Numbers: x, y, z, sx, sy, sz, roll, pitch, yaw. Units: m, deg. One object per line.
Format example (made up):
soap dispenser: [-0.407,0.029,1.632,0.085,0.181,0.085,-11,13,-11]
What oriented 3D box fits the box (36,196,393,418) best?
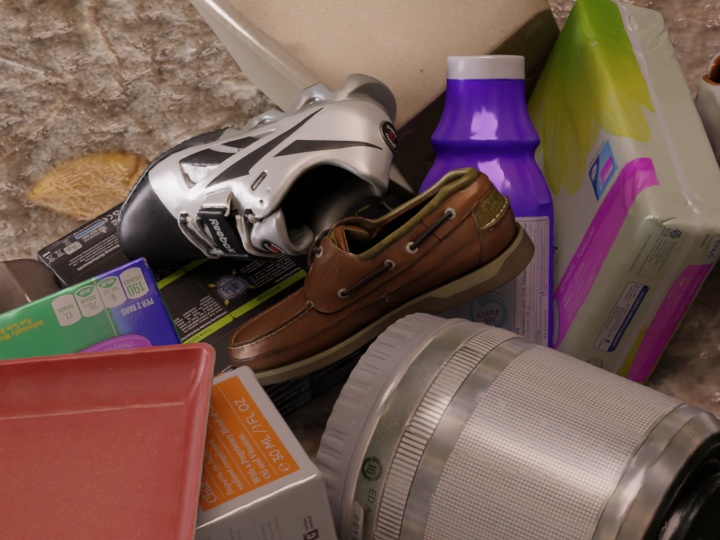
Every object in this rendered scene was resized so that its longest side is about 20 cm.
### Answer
box: [-0.072,0.005,1.471,0.200,0.048,0.193,-32,54,-23]

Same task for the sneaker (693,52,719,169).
sneaker: [0.232,-0.086,1.419,0.073,0.200,0.085,1,78,-11]

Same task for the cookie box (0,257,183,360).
cookie box: [-0.162,0.119,1.283,0.171,0.075,0.200,-23,89,-14]

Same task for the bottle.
bottle: [0.074,-0.028,1.387,0.083,0.201,0.065,4,6,31]

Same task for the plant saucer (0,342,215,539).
plant saucer: [-0.172,0.122,1.135,0.199,0.037,0.200,-6,39,7]

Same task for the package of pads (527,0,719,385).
package of pads: [0.153,-0.045,1.418,0.068,0.155,0.200,6,45,-18]

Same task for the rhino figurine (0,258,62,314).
rhino figurine: [-0.174,0.068,1.394,0.060,0.088,0.200,-27,50,-17]

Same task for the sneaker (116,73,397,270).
sneaker: [-0.066,-0.039,1.387,0.200,0.074,0.089,-28,43,25]

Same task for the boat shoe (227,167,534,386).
boat shoe: [0.000,0.000,1.344,0.200,0.068,0.072,-27,21,18]

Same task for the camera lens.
camera lens: [0.093,0.124,1.260,0.200,0.160,0.160,22,53,25]

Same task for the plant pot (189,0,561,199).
plant pot: [0.028,-0.161,1.499,0.200,0.200,0.177,-40,69,0]

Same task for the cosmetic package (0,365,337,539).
cosmetic package: [-0.122,0.138,1.190,0.200,0.071,0.101,-24,42,-15]
